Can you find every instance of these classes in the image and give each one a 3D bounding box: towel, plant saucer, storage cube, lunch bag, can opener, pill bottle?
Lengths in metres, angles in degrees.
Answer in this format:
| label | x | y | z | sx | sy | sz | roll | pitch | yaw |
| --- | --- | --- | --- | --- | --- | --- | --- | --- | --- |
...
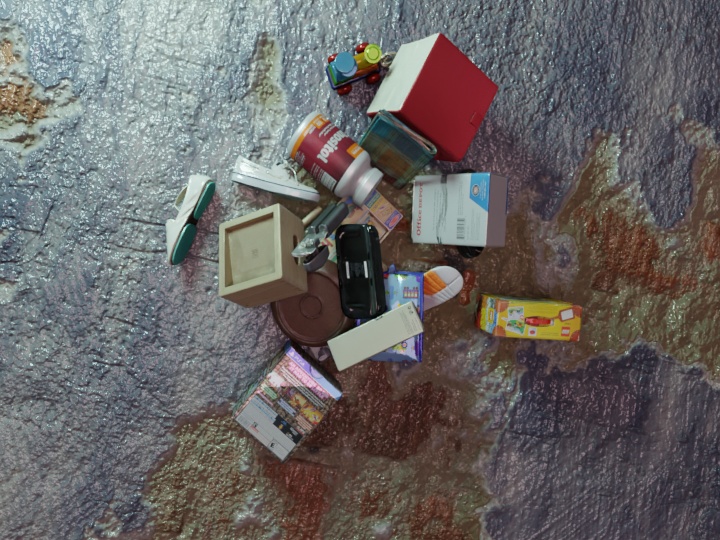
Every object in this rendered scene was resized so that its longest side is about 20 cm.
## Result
| label | x | y | z | sx | sy | sz | roll | pitch | yaw |
| --- | --- | --- | --- | --- | --- | --- | --- | --- | --- |
| towel | 0.066 | -0.247 | 1.238 | 0.144 | 0.200 | 0.022 | 33 | 68 | -8 |
| plant saucer | -0.104 | 0.073 | 1.266 | 0.193 | 0.035 | 0.207 | 1 | 102 | 6 |
| storage cube | 0.147 | -0.355 | 1.229 | 0.177 | 0.170 | 0.204 | 30 | 89 | -26 |
| lunch bag | 0.066 | 0.091 | 1.294 | 0.145 | 0.094 | 0.207 | 1 | 96 | 8 |
| can opener | -0.076 | -0.069 | 1.205 | 0.052 | 0.201 | 0.068 | -5 | 119 | 29 |
| pill bottle | -0.051 | -0.233 | 1.248 | 0.198 | 0.113 | 0.114 | 38 | 89 | 0 |

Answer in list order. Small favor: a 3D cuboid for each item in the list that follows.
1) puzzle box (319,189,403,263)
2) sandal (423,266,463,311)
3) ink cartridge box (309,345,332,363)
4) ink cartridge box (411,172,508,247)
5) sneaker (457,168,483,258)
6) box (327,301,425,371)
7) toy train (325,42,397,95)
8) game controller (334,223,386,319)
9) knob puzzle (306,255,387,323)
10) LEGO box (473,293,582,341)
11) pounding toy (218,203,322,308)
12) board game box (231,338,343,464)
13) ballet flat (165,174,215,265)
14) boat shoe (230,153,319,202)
| label | x | y | z | sx | sy | sz | roll | pitch | yaw |
| --- | --- | --- | --- | --- | --- | --- | --- | --- | --- |
| puzzle box | -0.014 | -0.090 | 1.302 | 0.133 | 0.025 | 0.201 | 41 | 81 | -3 |
| sandal | 0.139 | 0.050 | 1.343 | 0.204 | 0.059 | 0.080 | -32 | 101 | 17 |
| ink cartridge box | -0.099 | 0.097 | 1.307 | 0.098 | 0.039 | 0.204 | -29 | 97 | 11 |
| ink cartridge box | 0.212 | -0.129 | 1.263 | 0.082 | 0.196 | 0.150 | -2 | 96 | -45 |
| sneaker | 0.259 | -0.131 | 1.333 | 0.073 | 0.079 | 0.207 | -5 | 94 | -8 |
| box | 0.035 | 0.137 | 1.221 | 0.195 | 0.082 | 0.070 | -25 | 83 | 5 |
| toy train | 0.025 | -0.455 | 1.254 | 0.195 | 0.116 | 0.087 | -22 | 98 | -6 |
| game controller | 0.000 | 0.000 | 1.251 | 0.101 | 0.042 | 0.207 | -3 | 80 | -15 |
| knob puzzle | -0.029 | 0.021 | 1.326 | 0.212 | 0.030 | 0.228 | -1 | 95 | -9 |
| LEGO box | 0.376 | 0.104 | 1.332 | 0.193 | 0.149 | 0.080 | 4 | 94 | -8 |
| pounding toy | -0.182 | -0.044 | 1.223 | 0.179 | 0.142 | 0.206 | -15 | 67 | 22 |
| board game box | -0.161 | 0.286 | 1.293 | 0.159 | 0.097 | 0.201 | 42 | 88 | -9 |
| ballet flat | -0.378 | -0.112 | 1.254 | 0.068 | 0.069 | 0.205 | 24 | 87 | -9 |
| boat shoe | -0.177 | -0.210 | 1.271 | 0.196 | 0.075 | 0.089 | 15 | 90 | 1 |
